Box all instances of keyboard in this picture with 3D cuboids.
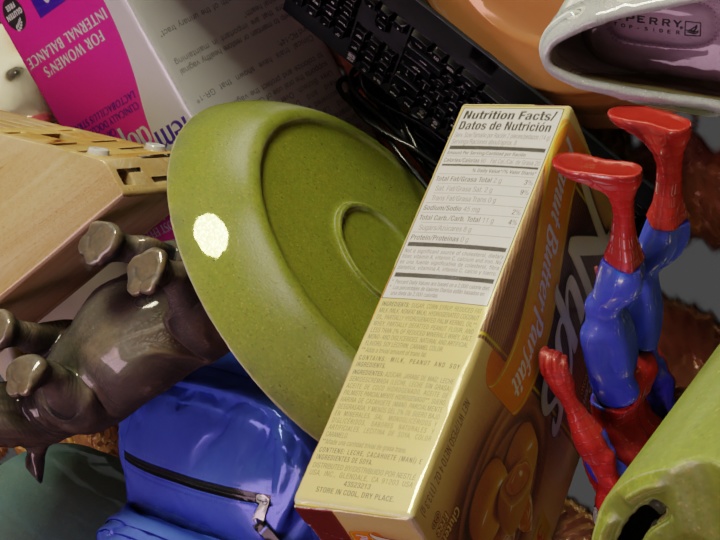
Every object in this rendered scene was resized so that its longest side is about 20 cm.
[{"bbox_3d":[0.039,-0.064,0.871,0.200,0.040,0.104,40,158,9],"label":"keyboard"}]

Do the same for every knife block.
[{"bbox_3d":[-0.185,0.011,0.932,0.200,0.064,0.176,14,103,27],"label":"knife block"}]

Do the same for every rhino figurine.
[{"bbox_3d":[-0.131,0.045,0.902,0.200,0.087,0.060,-36,55,29],"label":"rhino figurine"}]

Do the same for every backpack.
[{"bbox_3d":[-0.039,0.133,0.956,0.162,0.168,0.200,10,115,35],"label":"backpack"}]

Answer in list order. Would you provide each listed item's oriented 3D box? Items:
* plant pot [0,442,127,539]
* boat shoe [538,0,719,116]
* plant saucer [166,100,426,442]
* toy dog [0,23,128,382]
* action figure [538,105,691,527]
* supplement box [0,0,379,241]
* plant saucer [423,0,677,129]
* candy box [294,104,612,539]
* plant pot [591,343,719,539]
[{"bbox_3d":[-0.140,0.202,1.151,0.196,0.200,0.200,19,128,46],"label":"plant pot"},{"bbox_3d":[0.168,-0.083,0.715,0.202,0.065,0.074,10,124,22],"label":"boat shoe"},{"bbox_3d":[0.000,0.000,0.858,0.031,0.200,0.200,-37,87,29],"label":"plant saucer"},{"bbox_3d":[-0.162,-0.042,1.062,0.194,0.139,0.200,-102,-6,-72],"label":"toy dog"},{"bbox_3d":[0.103,0.033,0.769,0.052,0.065,0.200,14,128,30],"label":"action figure"},{"bbox_3d":[-0.081,-0.089,0.956,0.101,0.103,0.200,-23,100,49],"label":"supplement box"},{"bbox_3d":[0.081,-0.151,0.804,0.200,0.032,0.200,25,131,32],"label":"plant saucer"},{"bbox_3d":[0.050,0.044,0.783,0.055,0.200,0.115,4,143,29],"label":"candy box"},{"bbox_3d":[0.189,0.082,0.728,0.200,0.190,0.200,24,131,32],"label":"plant pot"}]
